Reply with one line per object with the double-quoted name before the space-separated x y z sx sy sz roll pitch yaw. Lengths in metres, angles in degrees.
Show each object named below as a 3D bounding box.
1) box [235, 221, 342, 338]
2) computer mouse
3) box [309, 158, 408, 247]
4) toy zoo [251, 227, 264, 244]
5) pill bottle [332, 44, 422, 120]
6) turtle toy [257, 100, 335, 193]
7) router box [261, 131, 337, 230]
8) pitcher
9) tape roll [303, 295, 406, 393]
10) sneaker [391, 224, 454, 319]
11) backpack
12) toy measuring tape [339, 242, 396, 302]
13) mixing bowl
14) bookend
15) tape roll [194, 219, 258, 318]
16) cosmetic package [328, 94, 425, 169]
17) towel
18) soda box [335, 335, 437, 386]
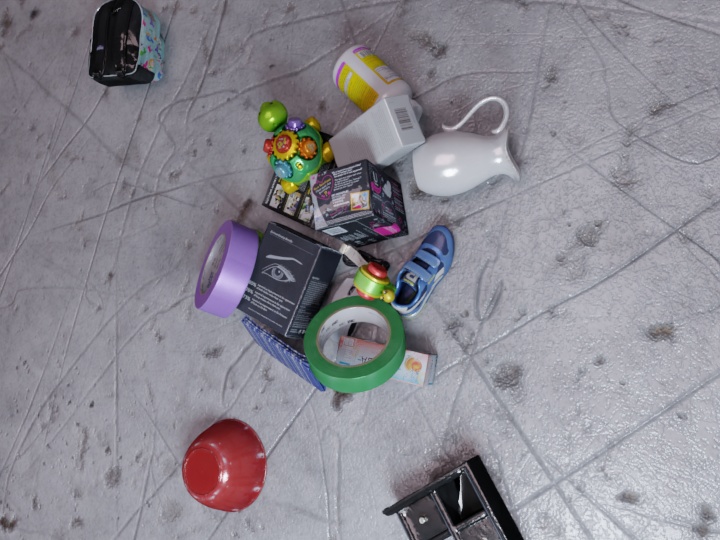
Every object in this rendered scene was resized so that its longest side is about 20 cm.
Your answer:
"box" -0.151 0.021 1.473 0.146 0.104 0.203 26 94 25
"computer mouse" -0.020 0.057 1.465 0.108 0.044 0.203 23 93 24
"box" -0.001 -0.130 1.394 0.130 0.199 0.117 -12 77 22
"toy zoo" -0.198 0.007 1.565 0.198 0.020 0.133 30 96 24
"pill bottle" 0.038 -0.374 1.460 0.104 0.104 0.200 -47 68 12
"turtle toy" -0.151 -0.271 1.478 0.145 0.101 0.202 -37 68 15
"router box" -0.117 -0.208 1.538 0.147 0.051 0.203 24 93 27
"pitcher" 0.201 -0.239 1.356 0.196 0.121 0.175 -8 94 17
"tape roll" -0.010 0.140 1.356 0.196 0.049 0.203 -6 46 6
"sneaker" 0.123 0.003 1.386 0.073 0.082 0.203 27 94 27
"backpack" -0.582 -0.567 1.741 0.174 0.150 0.205 1 91 22
"toy measuring tape" 0.000 0.000 1.389 0.074 0.073 0.200 -53 51 10
"mixing bowl" -0.313 0.431 1.517 0.196 0.108 0.205 -3 83 23
"bookend" 0.177 0.485 1.295 0.198 0.092 0.201 -34 71 18
"tape roll" -0.291 -0.003 1.506 0.200 0.065 0.203 -47 32 41
"cosmetic package" 0.030 -0.258 1.393 0.199 0.071 0.103 -24 86 51
"towel" -0.158 0.175 1.467 0.198 0.146 0.024 31 69 25
"soda box" 0.051 0.181 1.403 0.197 0.068 0.065 10 87 25
